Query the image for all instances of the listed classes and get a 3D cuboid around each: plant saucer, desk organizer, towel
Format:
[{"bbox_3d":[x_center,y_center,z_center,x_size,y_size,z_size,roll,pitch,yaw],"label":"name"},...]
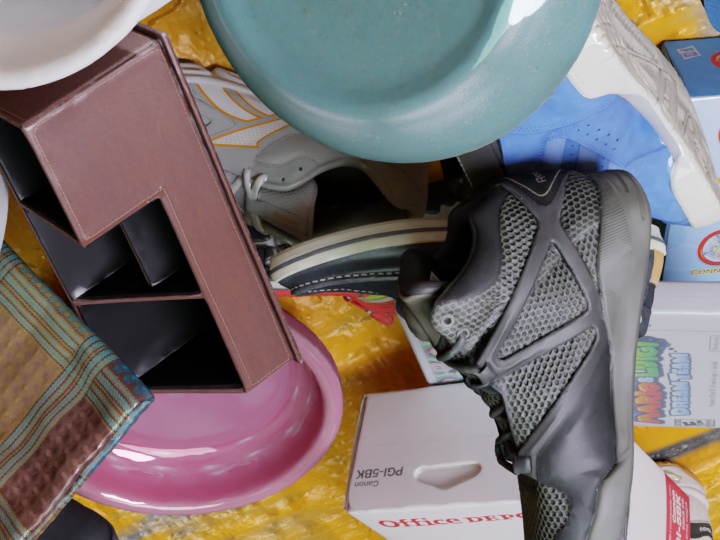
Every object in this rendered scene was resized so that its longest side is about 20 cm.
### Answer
[{"bbox_3d":[0.004,-0.140,0.629,0.200,0.036,0.200,8,109,24],"label":"plant saucer"},{"bbox_3d":[-0.106,-0.019,0.713,0.077,0.072,0.200,-38,130,-22],"label":"desk organizer"},{"bbox_3d":[-0.212,0.056,0.751,0.147,0.200,0.022,-51,152,1],"label":"towel"},{"bbox_3d":[-0.112,0.072,0.907,0.200,0.051,0.201,-2,135,-2],"label":"plant saucer"}]

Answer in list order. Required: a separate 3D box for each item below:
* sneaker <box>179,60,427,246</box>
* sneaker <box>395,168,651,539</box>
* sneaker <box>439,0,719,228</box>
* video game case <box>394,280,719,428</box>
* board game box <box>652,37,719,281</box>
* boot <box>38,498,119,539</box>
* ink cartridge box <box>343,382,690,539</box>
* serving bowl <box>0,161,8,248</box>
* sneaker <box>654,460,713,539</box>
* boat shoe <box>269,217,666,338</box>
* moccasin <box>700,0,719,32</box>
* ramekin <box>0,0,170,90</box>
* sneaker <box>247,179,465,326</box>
[{"bbox_3d":[-0.058,-0.054,0.778,0.200,0.092,0.076,-1,132,-6],"label":"sneaker"},{"bbox_3d":[0.067,0.053,0.674,0.114,0.076,0.200,0,98,-12],"label":"sneaker"},{"bbox_3d":[0.098,-0.065,0.723,0.111,0.077,0.200,-22,149,24],"label":"sneaker"},{"bbox_3d":[0.125,0.052,0.867,0.182,0.024,0.200,0,157,12],"label":"video game case"},{"bbox_3d":[0.265,-0.043,0.856,0.200,0.056,0.196,-4,132,-4],"label":"board game box"},{"bbox_3d":[-0.245,0.100,0.870,0.165,0.066,0.200,10,139,31],"label":"boot"},{"bbox_3d":[0.105,0.146,0.936,0.147,0.083,0.200,-9,147,31],"label":"ink cartridge box"},{"bbox_3d":[-0.260,-0.040,0.737,0.200,0.066,0.200,1,93,12],"label":"serving bowl"},{"bbox_3d":[0.154,0.209,1.046,0.200,0.088,0.076,-30,130,20],"label":"sneaker"},{"bbox_3d":[0.055,0.007,0.736,0.200,0.062,0.075,1,174,-9],"label":"boat shoe"},{"bbox_3d":[0.169,-0.185,0.678,0.080,0.068,0.200,-5,154,6],"label":"moccasin"},{"bbox_3d":[-0.139,-0.182,0.600,0.200,0.098,0.201,9,114,20],"label":"ramekin"},{"bbox_3d":[0.000,0.000,0.850,0.200,0.077,0.085,0,141,-5],"label":"sneaker"}]
